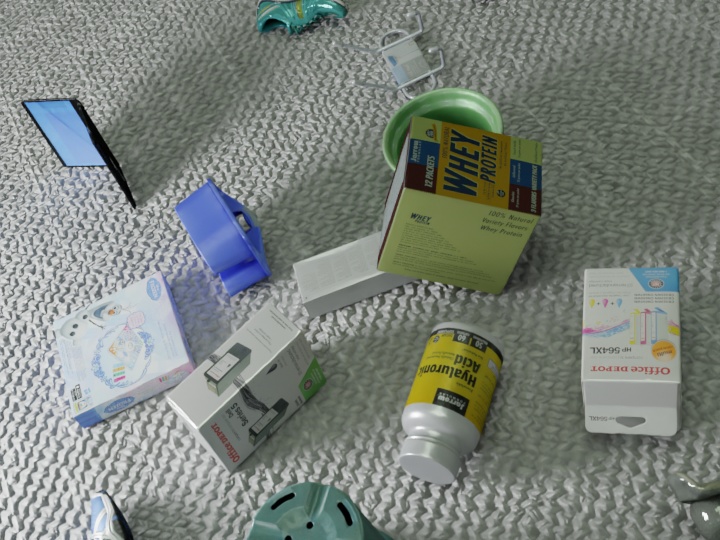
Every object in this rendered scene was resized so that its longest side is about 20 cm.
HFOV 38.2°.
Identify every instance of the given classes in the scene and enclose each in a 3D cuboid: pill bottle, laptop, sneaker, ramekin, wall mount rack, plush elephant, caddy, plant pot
[{"bbox_3d":[0.120,0.181,1.413,0.110,0.112,0.202,8,58,23],"label":"pill bottle"},{"bbox_3d":[-0.500,-0.206,1.848,0.102,0.178,0.201,-28,51,-4],"label":"laptop"},{"bbox_3d":[-0.113,-0.496,2.020,0.197,0.077,0.081,3,75,25],"label":"sneaker"},{"bbox_3d":[0.140,-0.190,1.685,0.196,0.098,0.203,-9,53,12],"label":"ramekin"},{"bbox_3d":[0.052,-0.384,1.870,0.171,0.075,0.202,-24,51,-1],"label":"wall mount rack"},{"bbox_3d":[-0.349,0.392,1.427,0.076,0.076,0.201,-22,50,-6],"label":"sneaker"},{"bbox_3d":[0.462,0.274,1.227,0.154,0.167,0.199,-24,2,45],"label":"plush elephant"},{"bbox_3d":[-0.212,-0.059,1.674,0.104,0.142,0.201,-33,53,-5],"label":"caddy"},{"bbox_3d":[-0.044,0.368,1.273,0.197,0.197,0.203,-8,52,11],"label":"plant pot"}]

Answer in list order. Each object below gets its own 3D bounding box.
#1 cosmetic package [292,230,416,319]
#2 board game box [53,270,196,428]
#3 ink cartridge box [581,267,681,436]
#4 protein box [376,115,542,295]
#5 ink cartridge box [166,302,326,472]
[{"bbox_3d":[0.000,0.000,1.620,0.197,0.051,0.083,-20,49,2],"label":"cosmetic package"},{"bbox_3d":[-0.377,0.123,1.654,0.197,0.044,0.201,-25,51,-1],"label":"board game box"},{"bbox_3d":[0.360,0.114,1.376,0.126,0.126,0.203,-1,54,16],"label":"ink cartridge box"},{"bbox_3d":[0.141,-0.091,1.509,0.195,0.201,0.137,11,55,-4],"label":"protein box"},{"bbox_3d":[-0.159,0.169,1.486,0.200,0.146,0.084,-43,55,-15],"label":"ink cartridge box"}]
